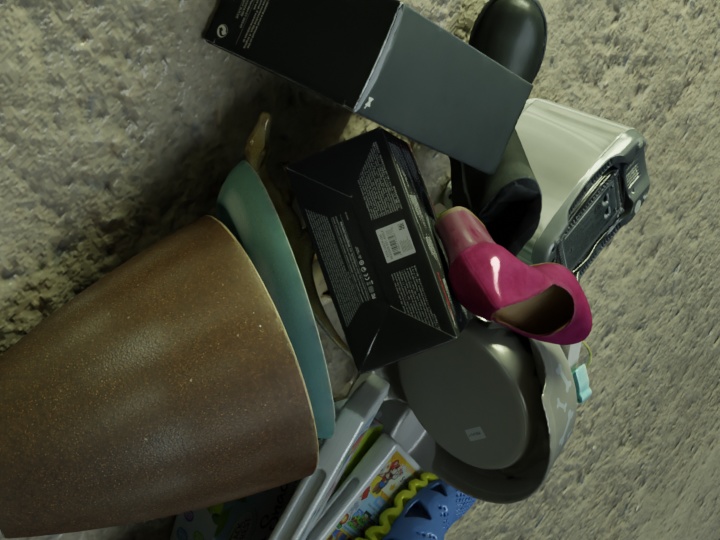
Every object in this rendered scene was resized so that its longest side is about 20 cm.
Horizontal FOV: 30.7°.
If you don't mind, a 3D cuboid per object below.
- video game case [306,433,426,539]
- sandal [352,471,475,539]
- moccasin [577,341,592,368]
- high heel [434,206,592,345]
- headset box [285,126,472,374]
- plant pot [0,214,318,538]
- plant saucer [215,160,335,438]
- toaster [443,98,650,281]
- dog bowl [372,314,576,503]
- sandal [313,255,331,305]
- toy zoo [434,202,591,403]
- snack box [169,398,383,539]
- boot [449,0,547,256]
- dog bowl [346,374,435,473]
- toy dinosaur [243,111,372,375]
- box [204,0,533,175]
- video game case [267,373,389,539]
[{"bbox_3d":[0.003,0.262,1.239,0.183,0.023,0.200,-50,146,-8],"label":"video game case"},{"bbox_3d":[0.042,0.262,1.191,0.199,0.087,0.080,-39,142,-27],"label":"sandal"},{"bbox_3d":[0.169,0.069,1.225,0.077,0.075,0.202,-19,166,-6],"label":"moccasin"},{"bbox_3d":[0.125,0.034,0.960,0.067,0.097,0.199,-41,135,20],"label":"high heel"},{"bbox_3d":[0.020,-0.016,0.957,0.076,0.151,0.200,-20,180,7],"label":"headset box"},{"bbox_3d":[-0.156,0.087,0.854,0.198,0.187,0.189,-22,136,-19],"label":"plant pot"},{"bbox_3d":[-0.064,0.025,0.912,0.027,0.201,0.202,-18,136,-11],"label":"plant saucer"},{"bbox_3d":[0.165,-0.063,1.202,0.200,0.128,0.114,-49,146,-17],"label":"toaster"},{"bbox_3d":[0.098,0.097,1.120,0.058,0.199,0.202,-32,139,-36],"label":"dog bowl"},{"bbox_3d":[-0.001,0.005,1.081,0.210,0.069,0.079,-27,136,-41],"label":"sandal"},{"bbox_3d":[0.120,0.049,1.141,0.020,0.200,0.132,-31,152,-36],"label":"toy zoo"},{"bbox_3d":[-0.076,0.202,1.152,0.199,0.053,0.144,-9,123,-51],"label":"snack box"},{"bbox_3d":[0.111,-0.111,1.033,0.201,0.065,0.167,-84,-172,-58],"label":"boot"},{"bbox_3d":[0.055,0.151,1.291,0.199,0.058,0.202,-34,140,-34],"label":"dog bowl"},{"bbox_3d":[-0.052,-0.018,0.953,0.057,0.101,0.202,-20,107,7],"label":"toy dinosaur"},{"bbox_3d":[0.012,-0.144,0.911,0.199,0.140,0.080,15,105,-58],"label":"box"},{"bbox_3d":[-0.037,0.175,1.031,0.184,0.023,0.200,-61,176,5],"label":"video game case"}]
